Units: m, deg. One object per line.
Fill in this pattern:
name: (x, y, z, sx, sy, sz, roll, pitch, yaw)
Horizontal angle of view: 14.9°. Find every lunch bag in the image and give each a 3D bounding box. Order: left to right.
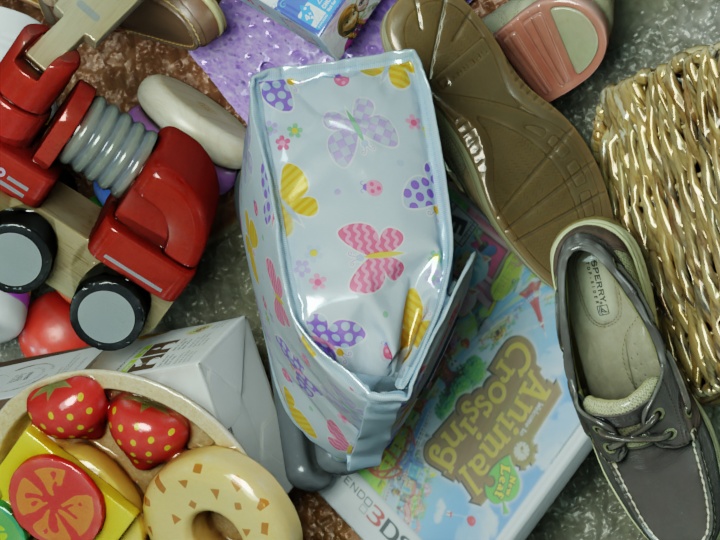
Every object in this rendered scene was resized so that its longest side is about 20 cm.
lunch bag: (0.000, 0.000, 1.570, 0.126, 0.170, 0.202, -6, 72, -6)

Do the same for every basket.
basket: (0.234, -0.026, 1.610, 0.142, 0.148, 0.202, -22, 78, 49)

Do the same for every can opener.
can opener: (-0.046, 0.032, 1.671, 0.053, 0.067, 0.201, -29, 58, 35)

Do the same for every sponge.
sponge: (-0.007, -0.169, 1.715, 0.200, 0.030, 0.112, -44, 74, 10)

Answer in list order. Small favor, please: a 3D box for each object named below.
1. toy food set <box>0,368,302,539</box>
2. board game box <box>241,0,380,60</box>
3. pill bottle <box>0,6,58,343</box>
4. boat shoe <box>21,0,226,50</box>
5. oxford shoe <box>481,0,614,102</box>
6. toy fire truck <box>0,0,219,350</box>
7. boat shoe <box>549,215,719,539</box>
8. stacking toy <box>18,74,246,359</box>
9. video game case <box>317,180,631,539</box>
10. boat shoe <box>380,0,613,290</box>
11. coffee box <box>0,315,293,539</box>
toy food set: (-0.140, 0.152, 1.625, 0.200, 0.049, 0.198, 37, 122, -1)
board game box: (-0.037, -0.261, 1.692, 0.199, 0.041, 0.201, 32, 84, 25)
pill bottle: (-0.247, -0.061, 1.737, 0.103, 0.104, 0.202, 3, 73, 18)
boat shoe: (-0.170, -0.175, 1.726, 0.199, 0.072, 0.068, 26, 64, 32)
oxford shoe: (0.075, -0.116, 1.674, 0.199, 0.074, 0.071, -24, 107, 30)
toy fire truck: (-0.148, -0.087, 1.621, 0.175, 0.129, 0.200, 32, 115, -10)
boat shoe: (0.148, 0.071, 1.541, 0.073, 0.065, 0.201, -22, 93, 20)
stacking toy: (-0.151, -0.020, 1.728, 0.085, 0.085, 0.201, 38, 101, 17)
video game case: (0.053, 0.078, 1.648, 0.182, 0.022, 0.201, 44, 107, 30)
boat shoe: (0.080, -0.076, 1.609, 0.071, 0.065, 0.201, -32, 92, -12)
coffee box: (-0.153, 0.107, 1.684, 0.199, 0.080, 0.115, -10, 108, 24)
